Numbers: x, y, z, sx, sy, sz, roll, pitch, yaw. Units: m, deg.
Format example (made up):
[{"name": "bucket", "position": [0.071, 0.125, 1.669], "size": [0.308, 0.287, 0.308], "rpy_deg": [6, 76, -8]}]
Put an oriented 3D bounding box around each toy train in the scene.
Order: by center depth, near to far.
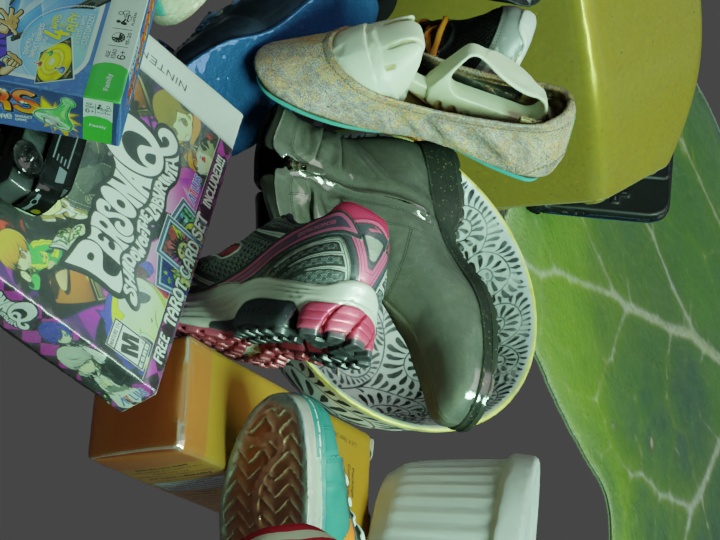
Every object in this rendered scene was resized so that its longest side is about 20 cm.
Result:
[{"name": "toy train", "position": [-0.142, -0.108, 0.930], "size": [0.046, 0.034, 0.201], "rpy_deg": [39, 45, -32]}]

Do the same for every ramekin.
[{"name": "ramekin", "position": [0.053, 0.208, 1.135], "size": [0.202, 0.094, 0.204], "rpy_deg": [7, 90, -80]}]

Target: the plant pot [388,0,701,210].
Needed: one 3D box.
[{"name": "plant pot", "position": [0.141, -0.155, 1.386], "size": [0.194, 0.195, 0.201], "rpy_deg": [-26, 109, -50]}]

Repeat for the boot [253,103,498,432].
[{"name": "boot", "position": [0.000, 0.000, 1.061], "size": [0.130, 0.068, 0.201], "rpy_deg": [7, 54, -27]}]

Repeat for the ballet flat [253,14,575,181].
[{"name": "ballet flat", "position": [0.038, -0.112, 1.084], "size": [0.199, 0.067, 0.068], "rpy_deg": [14, 45, -20]}]

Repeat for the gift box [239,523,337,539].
[{"name": "gift box", "position": [-0.080, 0.226, 0.860], "size": [0.184, 0.199, 0.188], "rpy_deg": [-11, 93, -44]}]

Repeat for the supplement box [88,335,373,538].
[{"name": "supplement box", "position": [-0.067, 0.101, 1.050], "size": [0.200, 0.068, 0.067], "rpy_deg": [33, 52, -50]}]

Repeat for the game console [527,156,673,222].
[{"name": "game console", "position": [0.184, -0.156, 1.559], "size": [0.119, 0.169, 0.201], "rpy_deg": [85, 13, -54]}]

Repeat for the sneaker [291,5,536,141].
[{"name": "sneaker", "position": [0.025, -0.126, 1.179], "size": [0.077, 0.199, 0.079], "rpy_deg": [46, 44, -26]}]

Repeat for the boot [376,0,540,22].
[{"name": "boot", "position": [0.039, -0.200, 1.211], "size": [0.165, 0.199, 0.066], "rpy_deg": [25, 76, -51]}]

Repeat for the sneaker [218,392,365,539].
[{"name": "sneaker", "position": [-0.024, 0.161, 0.986], "size": [0.080, 0.071, 0.202], "rpy_deg": [-6, 101, -44]}]

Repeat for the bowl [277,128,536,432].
[{"name": "bowl", "position": [0.002, 0.022, 1.147], "size": [0.200, 0.094, 0.202], "rpy_deg": [17, 56, -28]}]

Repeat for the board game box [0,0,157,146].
[{"name": "board game box", "position": [-0.163, -0.158, 0.909], "size": [0.035, 0.134, 0.201], "rpy_deg": [103, -4, -54]}]

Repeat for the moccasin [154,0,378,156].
[{"name": "moccasin", "position": [-0.071, -0.123, 1.118], "size": [0.200, 0.068, 0.081], "rpy_deg": [-35, 126, -35]}]

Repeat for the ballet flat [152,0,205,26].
[{"name": "ballet flat", "position": [-0.090, -0.217, 1.151], "size": [0.200, 0.067, 0.063], "rpy_deg": [-55, 146, -46]}]

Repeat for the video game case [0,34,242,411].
[{"name": "video game case", "position": [-0.154, -0.058, 0.945], "size": [0.181, 0.036, 0.201], "rpy_deg": [40, 44, -28]}]

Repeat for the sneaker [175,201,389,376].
[{"name": "sneaker", "position": [-0.049, 0.009, 0.985], "size": [0.080, 0.199, 0.075], "rpy_deg": [25, 74, -35]}]
